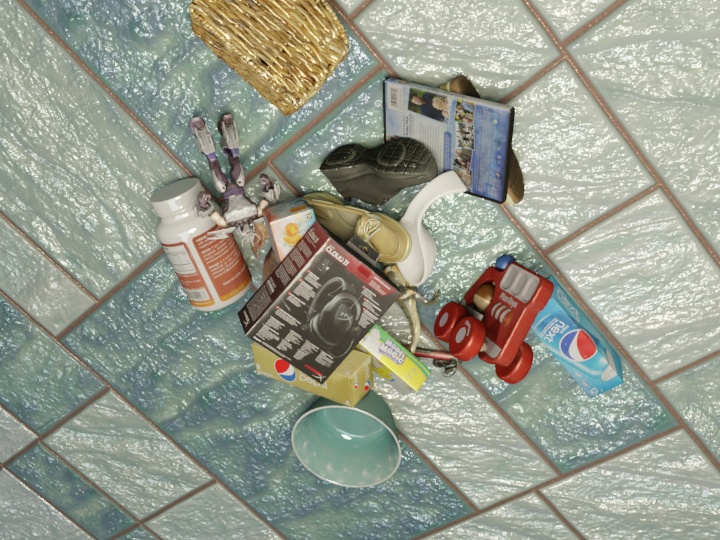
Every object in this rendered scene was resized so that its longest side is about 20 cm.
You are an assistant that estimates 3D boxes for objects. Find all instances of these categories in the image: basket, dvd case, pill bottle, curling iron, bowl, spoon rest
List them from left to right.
[{"bbox_3d":[-0.261,-0.043,1.205,0.112,0.112,0.200,-10,118,18],"label":"pill bottle"},{"bbox_3d":[-0.122,-0.332,1.025,0.200,0.149,0.143,40,88,-13],"label":"basket"},{"bbox_3d":[-0.017,0.291,1.361,0.201,0.105,0.201,6,122,10],"label":"bowl"},{"bbox_3d":[0.079,0.150,1.299,0.200,0.026,0.050,10,121,7],"label":"curling iron"},{"bbox_3d":[0.089,-0.059,1.089,0.061,0.099,0.200,-10,143,-28],"label":"spoon rest"},{"bbox_3d":[0.118,-0.182,1.035,0.200,0.018,0.143,22,134,29],"label":"dvd case"}]

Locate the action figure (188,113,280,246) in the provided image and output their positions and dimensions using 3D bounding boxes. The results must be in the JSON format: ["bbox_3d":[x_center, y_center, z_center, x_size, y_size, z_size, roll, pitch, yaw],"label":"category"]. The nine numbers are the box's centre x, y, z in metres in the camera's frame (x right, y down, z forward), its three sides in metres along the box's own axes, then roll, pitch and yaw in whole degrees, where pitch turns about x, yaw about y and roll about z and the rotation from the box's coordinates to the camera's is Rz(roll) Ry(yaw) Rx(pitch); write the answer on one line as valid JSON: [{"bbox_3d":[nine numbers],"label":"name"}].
[{"bbox_3d":[-0.194,-0.128,1.099,0.069,0.130,0.200,-28,80,66],"label":"action figure"}]

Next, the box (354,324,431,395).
[{"bbox_3d":[0.018,0.125,1.233,0.200,0.048,0.117,38,164,1],"label":"box"}]

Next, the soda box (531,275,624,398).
[{"bbox_3d":[0.339,0.108,1.189,0.064,0.068,0.200,-35,109,29],"label":"soda box"}]

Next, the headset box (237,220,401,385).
[{"bbox_3d":[-0.052,0.040,1.057,0.149,0.077,0.200,37,96,-29],"label":"headset box"}]

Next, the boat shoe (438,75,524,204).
[{"bbox_3d":[0.163,-0.177,1.061,0.076,0.072,0.200,-21,105,37],"label":"boat shoe"}]

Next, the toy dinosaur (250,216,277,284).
[{"bbox_3d":[-0.131,-0.008,1.202,0.135,0.086,0.200,12,113,6],"label":"toy dinosaur"}]

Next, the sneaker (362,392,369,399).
[{"bbox_3d":[-0.063,0.153,1.308,0.200,0.074,0.085,47,135,1],"label":"sneaker"}]

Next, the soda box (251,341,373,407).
[{"bbox_3d":[-0.079,0.155,1.219,0.200,0.068,0.064,14,125,30],"label":"soda box"}]

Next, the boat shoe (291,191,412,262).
[{"bbox_3d":[-0.017,-0.064,1.106,0.201,0.063,0.073,30,113,27],"label":"boat shoe"}]

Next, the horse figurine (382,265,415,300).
[{"bbox_3d":[0.000,0.000,1.164,0.132,0.050,0.200,-34,69,29],"label":"horse figurine"}]

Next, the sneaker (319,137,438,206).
[{"bbox_3d":[0.035,-0.139,1.088,0.200,0.076,0.091,8,140,43],"label":"sneaker"}]

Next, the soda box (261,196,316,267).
[{"bbox_3d":[-0.086,-0.004,1.105,0.068,0.064,0.200,-19,118,-11],"label":"soda box"}]

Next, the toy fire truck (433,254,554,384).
[{"bbox_3d":[0.208,0.063,1.128,0.112,0.200,0.168,27,97,-16],"label":"toy fire truck"}]

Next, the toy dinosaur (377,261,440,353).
[{"bbox_3d":[0.082,0.028,1.195,0.088,0.047,0.200,-22,91,24],"label":"toy dinosaur"}]
